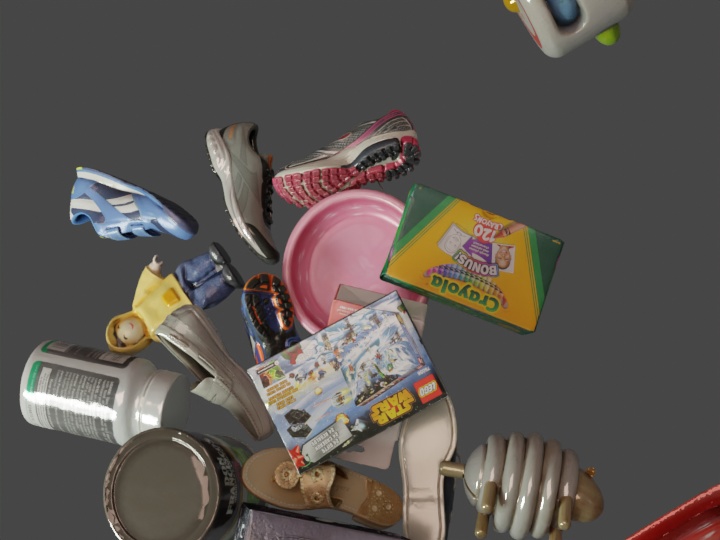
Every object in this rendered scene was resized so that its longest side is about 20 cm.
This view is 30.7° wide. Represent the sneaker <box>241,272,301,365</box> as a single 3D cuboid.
[{"bbox_3d":[-0.105,0.102,1.673,0.074,0.078,0.203,-13,93,-16],"label":"sneaker"}]

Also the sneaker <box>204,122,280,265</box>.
[{"bbox_3d":[-0.141,-0.104,1.712,0.078,0.074,0.203,-21,76,4],"label":"sneaker"}]

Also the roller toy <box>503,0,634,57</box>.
[{"bbox_3d":[0.235,-0.364,1.606,0.139,0.182,0.202,-30,76,8],"label":"roller toy"}]

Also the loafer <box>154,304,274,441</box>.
[{"bbox_3d":[-0.185,0.138,1.662,0.070,0.070,0.201,-38,91,-28],"label":"loafer"}]

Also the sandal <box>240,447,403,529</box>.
[{"bbox_3d":[-0.035,0.253,1.577,0.209,0.070,0.079,20,57,-17],"label":"sandal"}]

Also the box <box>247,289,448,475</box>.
[{"bbox_3d":[-0.014,0.130,1.529,0.198,0.040,0.138,-27,89,2],"label":"box"}]

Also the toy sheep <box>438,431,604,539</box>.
[{"bbox_3d":[0.189,0.254,1.543,0.197,0.138,0.140,15,84,2],"label":"toy sheep"}]

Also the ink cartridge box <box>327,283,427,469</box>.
[{"bbox_3d":[0.005,0.131,1.607,0.115,0.068,0.203,13,108,2],"label":"ink cartridge box"}]

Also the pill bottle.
[{"bbox_3d":[-0.327,0.162,1.691,0.197,0.113,0.115,10,83,15],"label":"pill bottle"}]

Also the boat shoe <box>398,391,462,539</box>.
[{"bbox_3d":[0.087,0.245,1.605,0.074,0.062,0.204,-3,83,10],"label":"boat shoe"}]

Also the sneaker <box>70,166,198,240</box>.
[{"bbox_3d":[-0.303,-0.072,1.748,0.198,0.074,0.083,21,88,23],"label":"sneaker"}]

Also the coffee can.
[{"bbox_3d":[-0.207,0.270,1.599,0.144,0.200,0.149,-2,80,13],"label":"coffee can"}]

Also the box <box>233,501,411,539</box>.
[{"bbox_3d":[-0.051,0.354,1.515,0.197,0.115,0.134,13,82,-8],"label":"box"}]

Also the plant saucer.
[{"bbox_3d":[0.000,0.000,1.672,0.197,0.051,0.204,-2,81,12],"label":"plant saucer"}]

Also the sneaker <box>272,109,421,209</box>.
[{"bbox_3d":[-0.019,-0.141,1.693,0.197,0.081,0.075,-18,52,8],"label":"sneaker"}]

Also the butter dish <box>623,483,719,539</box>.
[{"bbox_3d":[0.392,0.364,1.468,0.198,0.148,0.202,-32,75,6],"label":"butter dish"}]

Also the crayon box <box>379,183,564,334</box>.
[{"bbox_3d":[0.135,-0.012,1.603,0.197,0.058,0.120,21,82,-4],"label":"crayon box"}]

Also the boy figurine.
[{"bbox_3d":[-0.252,0.041,1.720,0.198,0.064,0.125,-32,79,4],"label":"boy figurine"}]
